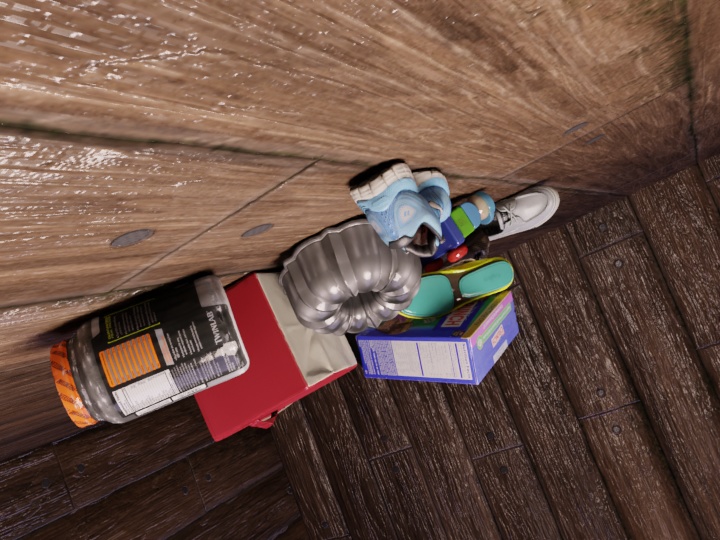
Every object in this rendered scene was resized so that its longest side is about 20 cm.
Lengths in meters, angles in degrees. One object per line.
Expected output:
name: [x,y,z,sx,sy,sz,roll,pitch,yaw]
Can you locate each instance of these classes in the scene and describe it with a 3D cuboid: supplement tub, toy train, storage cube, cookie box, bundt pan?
supplement tub: [-0.236,0.094,0.743,0.197,0.125,0.123,-20,173,-12]
toy train: [0.125,-0.055,1.036,0.115,0.085,0.200,-34,180,-28]
storage cube: [-0.139,0.117,0.960,0.178,0.203,0.170,-31,170,22]
cookie box: [0.120,0.099,1.004,0.197,0.077,0.171,-3,-161,35]
bundt pan: [-0.006,0.022,0.862,0.198,0.077,0.203,-14,151,-8]

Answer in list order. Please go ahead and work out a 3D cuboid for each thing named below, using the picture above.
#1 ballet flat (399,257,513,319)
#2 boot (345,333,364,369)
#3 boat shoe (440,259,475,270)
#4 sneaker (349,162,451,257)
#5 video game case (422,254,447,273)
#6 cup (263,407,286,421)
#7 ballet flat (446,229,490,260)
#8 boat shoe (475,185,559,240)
ballet flat: [0.136,0.025,0.983,0.196,0.068,0.067,-15,-172,-10]
boot: [-0.023,0.095,1.126,0.078,0.214,0.158,-27,177,19]
boat shoe: [0.129,0.034,1.168,0.198,0.073,0.065,-31,-179,-23]
sneaker: [0.054,-0.054,0.696,0.077,0.091,0.199,-25,174,25]
video game case: [0.115,-0.018,1.132,0.200,0.018,0.143,-45,-173,-15]
cup: [-0.152,0.166,1.237,0.141,0.204,0.200,-19,174,5]
ballet flat: [0.180,-0.036,1.145,0.067,0.047,0.200,-43,-173,-11]
boat shoe: [0.272,-0.096,1.209,0.199,0.071,0.071,-25,177,37]
